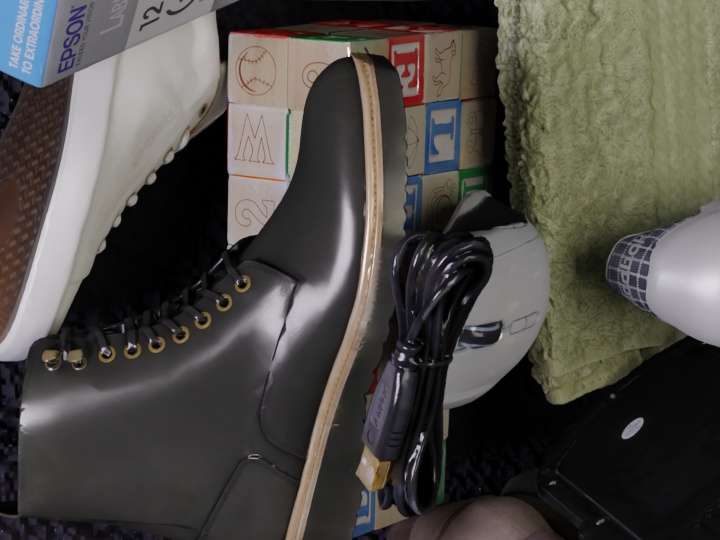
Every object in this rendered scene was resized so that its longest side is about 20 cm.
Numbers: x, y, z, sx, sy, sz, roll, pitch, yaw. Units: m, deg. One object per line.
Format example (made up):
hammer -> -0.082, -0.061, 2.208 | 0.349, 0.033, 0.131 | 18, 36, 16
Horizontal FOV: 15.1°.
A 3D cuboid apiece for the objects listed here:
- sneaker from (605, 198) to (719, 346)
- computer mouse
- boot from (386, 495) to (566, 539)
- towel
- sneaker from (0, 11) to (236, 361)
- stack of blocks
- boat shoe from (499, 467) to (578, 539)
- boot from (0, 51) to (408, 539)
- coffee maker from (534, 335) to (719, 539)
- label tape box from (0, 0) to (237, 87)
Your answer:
sneaker -> 0.184, -0.008, 1.130 | 0.200, 0.080, 0.076 | -5, 101, -53
computer mouse -> 0.044, 0.017, 1.027 | 0.200, 0.044, 0.110 | -49, 150, -70
boot -> 0.072, 0.185, 1.136 | 0.070, 0.146, 0.200 | -29, 110, -21
towel -> 0.121, -0.053, 1.139 | 0.148, 0.036, 0.200 | -16, 109, -31
sneaker -> -0.091, -0.052, 1.062 | 0.085, 0.073, 0.200 | 24, 77, -31
stack of blocks -> 0.000, 0.000, 1.113 | 0.115, 0.059, 0.200 | -12, 107, -57
boat shoe -> 0.128, 0.148, 1.231 | 0.200, 0.075, 0.068 | 51, 58, -33
boot -> -0.060, 0.013, 1.007 | 0.138, 0.077, 0.200 | 7, 99, -6
coffee maker -> 0.182, 0.152, 1.109 | 0.135, 0.192, 0.200 | -29, 121, 13
label tape box -> -0.093, -0.142, 0.949 | 0.200, 0.066, 0.143 | -31, 153, -37
